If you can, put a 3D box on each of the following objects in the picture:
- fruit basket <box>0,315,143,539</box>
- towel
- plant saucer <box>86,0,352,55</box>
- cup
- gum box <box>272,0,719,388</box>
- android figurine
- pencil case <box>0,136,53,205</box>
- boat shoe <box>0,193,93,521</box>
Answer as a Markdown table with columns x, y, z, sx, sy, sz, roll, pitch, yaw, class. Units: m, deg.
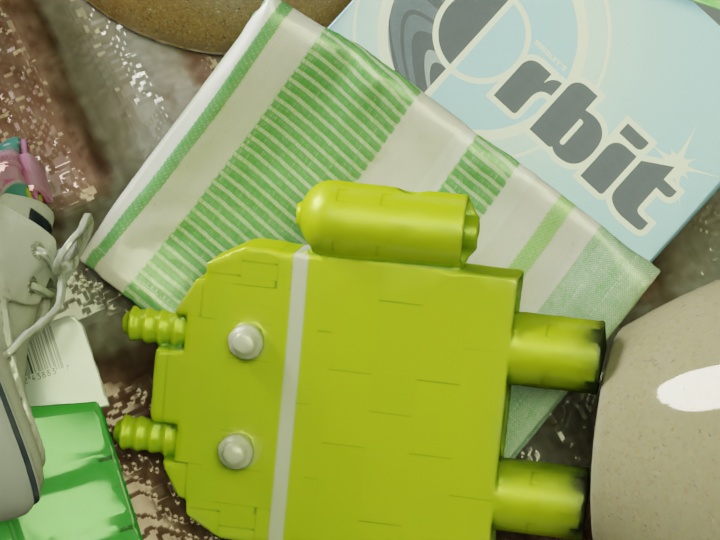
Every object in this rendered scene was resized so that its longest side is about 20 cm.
| x | y | z | sx | sy | sz | roll | pitch | yaw | class |
| --- | --- | --- | --- | --- | --- | --- | --- | --- | --- |
| -0.178 | 0.135 | 1.191 | 0.199 | 0.094 | 0.186 | -20 | 78 | 1 | fruit basket |
| 0.000 | 0.000 | 1.242 | 0.200 | 0.023 | 0.153 | 37 | 101 | 3 | towel |
| -0.057 | -0.196 | 1.315 | 0.199 | 0.035 | 0.202 | 3 | 74 | -10 | plant saucer |
| 0.173 | 0.078 | 1.217 | 0.142 | 0.200 | 0.202 | 5 | 73 | 15 | cup |
| 0.077 | -0.076 | 1.276 | 0.170 | 0.045 | 0.200 | 42 | 89 | 3 | gum box |
| -0.002 | 0.054 | 1.220 | 0.199 | 0.041 | 0.183 | 8 | 99 | 5 | android figurine |
| -0.223 | -0.005 | 1.207 | 0.199 | 0.087 | 0.088 | -6 | 76 | -12 | pencil case |
| -0.140 | -0.005 | 1.150 | 0.086 | 0.075 | 0.203 | -16 | 68 | -18 | boat shoe |
